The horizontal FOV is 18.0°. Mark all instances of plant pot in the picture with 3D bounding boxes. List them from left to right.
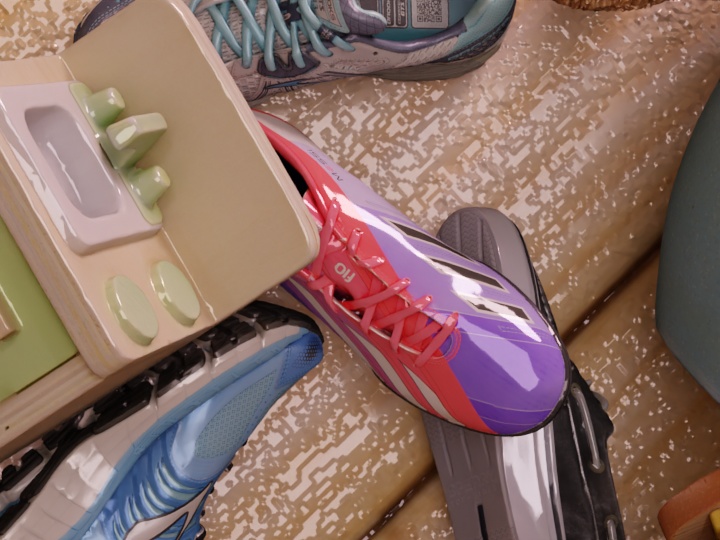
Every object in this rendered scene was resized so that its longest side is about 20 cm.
[{"bbox_3d":[0.204,0.004,0.971,0.200,0.200,0.135,41,103,-4],"label":"plant pot"}]

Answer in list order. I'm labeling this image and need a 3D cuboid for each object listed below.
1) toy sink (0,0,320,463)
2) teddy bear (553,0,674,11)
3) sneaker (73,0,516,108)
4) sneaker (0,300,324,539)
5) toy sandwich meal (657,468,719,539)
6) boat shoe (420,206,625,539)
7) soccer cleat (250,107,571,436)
[{"bbox_3d":[-0.138,-0.005,0.899,0.199,0.112,0.131,-31,88,17],"label":"toy sink"},{"bbox_3d":[0.164,-0.156,0.986,0.198,0.145,0.067,-2,109,-11],"label":"teddy bear"},{"bbox_3d":[-0.026,-0.114,0.981,0.198,0.086,0.078,-12,87,-10],"label":"sneaker"},{"bbox_3d":[-0.090,0.093,0.973,0.200,0.078,0.090,-42,112,-7],"label":"sneaker"},{"bbox_3d":[0.186,0.141,0.955,0.203,0.206,0.071,-11,58,-10],"label":"toy sandwich meal"},{"bbox_3d":[0.074,0.072,0.999,0.070,0.072,0.202,-2,81,-34],"label":"boat shoe"},{"bbox_3d":[0.000,0.000,0.948,0.200,0.073,0.068,40,98,20],"label":"soccer cleat"}]
